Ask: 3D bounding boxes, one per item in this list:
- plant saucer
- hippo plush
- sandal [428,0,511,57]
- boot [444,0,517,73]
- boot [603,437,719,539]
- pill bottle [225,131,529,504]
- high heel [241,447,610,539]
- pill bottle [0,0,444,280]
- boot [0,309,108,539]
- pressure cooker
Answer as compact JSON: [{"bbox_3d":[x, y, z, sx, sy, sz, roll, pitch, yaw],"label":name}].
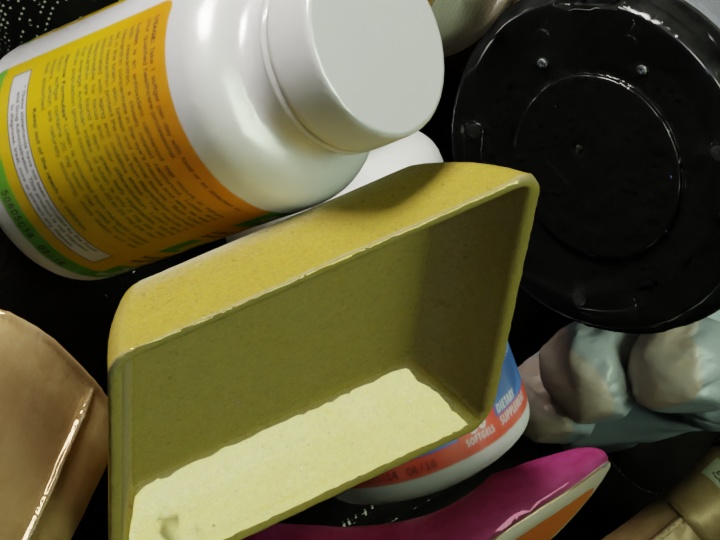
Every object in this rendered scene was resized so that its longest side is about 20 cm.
[{"bbox_3d":[-0.029,0.036,1.223,0.199,0.049,0.200,-24,151,-20],"label":"plant saucer"},{"bbox_3d":[0.165,0.002,1.506,0.159,0.199,0.162,45,39,-72],"label":"hippo plush"},{"bbox_3d":[-0.004,-0.143,1.365,0.199,0.054,0.081,4,90,-32],"label":"sandal"},{"bbox_3d":[0.089,-0.176,1.508,0.199,0.072,0.156,25,57,-27],"label":"boot"},{"bbox_3d":[0.133,0.175,1.496,0.200,0.066,0.175,-37,152,-14],"label":"boot"},{"bbox_3d":[0.000,0.000,1.360,0.112,0.112,0.201,-40,117,-43],"label":"pill bottle"},{"bbox_3d":[0.014,0.113,1.324,0.096,0.199,0.067,57,-1,21],"label":"high heel"},{"bbox_3d":[-0.063,-0.070,1.214,0.111,0.199,0.112,18,64,-43],"label":"pill bottle"},{"bbox_3d":[-0.147,0.145,1.215,0.175,0.066,0.201,53,46,-40],"label":"boot"},{"bbox_3d":[0.161,-0.075,1.376,0.200,0.178,0.177,-31,110,-51],"label":"pressure cooker"}]
